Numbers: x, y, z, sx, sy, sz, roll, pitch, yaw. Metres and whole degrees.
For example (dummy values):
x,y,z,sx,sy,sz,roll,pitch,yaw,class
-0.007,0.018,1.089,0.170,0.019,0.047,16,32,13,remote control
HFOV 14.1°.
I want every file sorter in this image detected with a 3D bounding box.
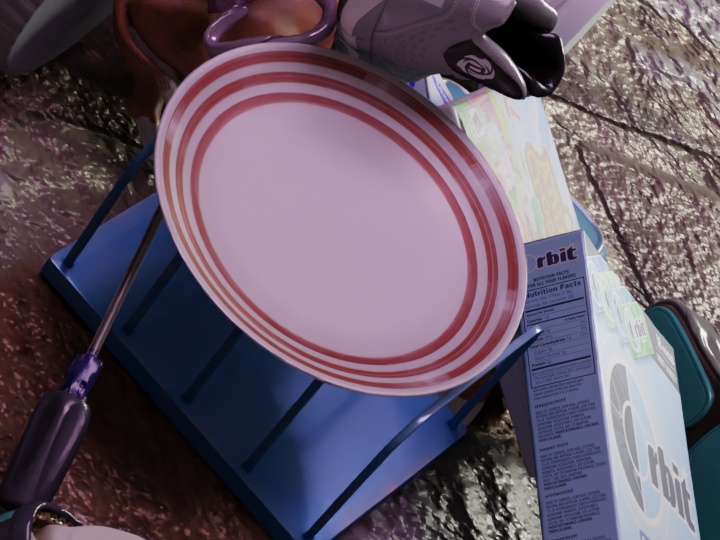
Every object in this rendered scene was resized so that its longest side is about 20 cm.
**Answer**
x,y,z,sx,sy,sz,roll,pitch,yaw,class
-0.029,0.013,1.455,0.200,0.123,0.139,48,45,9,file sorter

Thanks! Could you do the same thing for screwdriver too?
x,y,z,sx,sy,sz,roll,pitch,yaw,class
-0.117,0.028,1.357,0.201,0.028,0.029,-63,149,-25,screwdriver

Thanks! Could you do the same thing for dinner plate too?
x,y,z,sx,sy,sz,roll,pitch,yaw,class
-0.011,-0.022,1.391,0.199,0.024,0.201,16,50,-20,dinner plate

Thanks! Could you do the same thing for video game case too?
x,y,z,sx,sy,sz,roll,pitch,yaw,class
0.094,-0.003,1.589,0.182,0.022,0.201,-29,102,-71,video game case

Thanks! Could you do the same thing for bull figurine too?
x,y,z,sx,sy,sz,roll,pitch,yaw,class
-0.048,-0.128,1.610,0.199,0.065,0.122,-12,95,-30,bull figurine

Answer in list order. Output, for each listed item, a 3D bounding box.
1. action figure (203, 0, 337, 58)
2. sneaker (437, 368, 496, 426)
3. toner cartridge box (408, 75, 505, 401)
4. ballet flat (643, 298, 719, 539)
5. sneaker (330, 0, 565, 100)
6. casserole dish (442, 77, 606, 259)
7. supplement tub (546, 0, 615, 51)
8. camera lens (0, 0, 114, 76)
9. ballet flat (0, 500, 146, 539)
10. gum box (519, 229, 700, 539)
x,y,z,sx,sy,sz,roll,pitch,yaw,class
-0.018,-0.195,1.536,0.200,0.133,0.150,-59,145,-80,action figure
0.000,0.000,1.575,0.200,0.085,0.073,45,32,6,sneaker
0.059,-0.023,1.625,0.095,0.043,0.200,-98,162,-48,toner cartridge box
0.217,0.100,1.726,0.064,0.067,0.201,26,34,-40,ballet flat
0.046,-0.110,1.482,0.115,0.075,0.200,23,-9,3,sneaker
0.077,-0.048,1.773,0.200,0.039,0.121,45,30,5,casserole dish
0.072,-0.223,1.880,0.200,0.145,0.145,44,30,2,supplement tub
-0.204,-0.223,1.536,0.200,0.160,0.160,46,30,5,camera lens
-0.085,0.160,1.287,0.200,0.073,0.073,32,32,-19,ballet flat
0.133,0.104,1.519,0.170,0.044,0.201,45,36,-58,gum box
